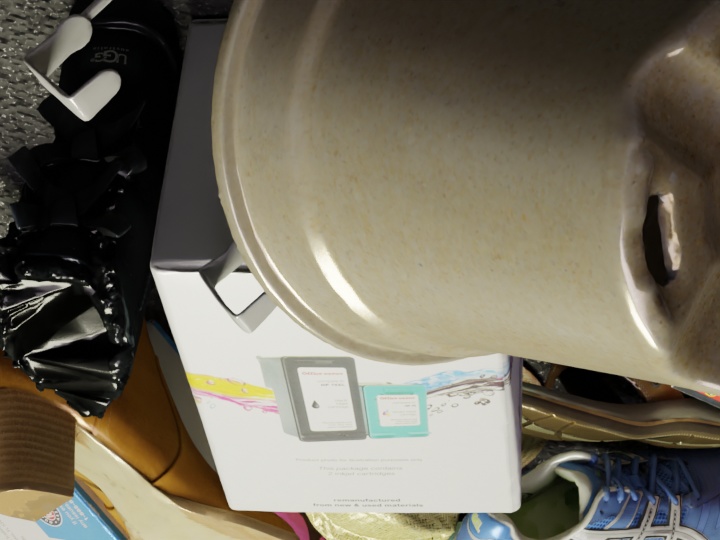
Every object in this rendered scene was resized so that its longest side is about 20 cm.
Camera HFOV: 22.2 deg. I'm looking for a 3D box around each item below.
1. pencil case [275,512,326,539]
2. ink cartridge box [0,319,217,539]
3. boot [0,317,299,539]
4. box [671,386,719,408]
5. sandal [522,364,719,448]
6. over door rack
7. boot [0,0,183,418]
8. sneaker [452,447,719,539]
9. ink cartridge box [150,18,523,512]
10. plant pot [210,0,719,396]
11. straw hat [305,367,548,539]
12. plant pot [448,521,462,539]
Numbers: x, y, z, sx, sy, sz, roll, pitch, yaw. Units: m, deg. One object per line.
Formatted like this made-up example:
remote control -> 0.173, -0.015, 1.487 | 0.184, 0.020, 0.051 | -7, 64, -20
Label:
pencil case -> -0.116, 0.189, 1.165 | 0.200, 0.091, 0.094 | -28, 137, 33
ink cartridge box -> -0.169, 0.141, 1.040 | 0.200, 0.125, 0.129 | -27, 109, 38
boot -> -0.110, 0.066, 0.931 | 0.071, 0.144, 0.201 | -28, 144, 35
box -> 0.276, 0.026, 0.949 | 0.137, 0.040, 0.200 | 23, 140, -23
sandal -> 0.144, 0.067, 1.006 | 0.200, 0.054, 0.080 | 6, 171, -29
over door rack -> -0.034, -0.101, 0.698 | 0.067, 0.200, 0.148 | 23, 159, 38
boot -> -0.111, -0.009, 0.832 | 0.073, 0.163, 0.198 | 2, 144, 5
sneaker -> 0.146, 0.139, 1.047 | 0.200, 0.076, 0.077 | -17, 143, -18
ink cartridge box -> 0.000, 0.000, 0.849 | 0.146, 0.147, 0.200 | -1, 143, 7
plant pot -> 0.080, -0.045, 0.618 | 0.200, 0.201, 0.183 | 34, 172, -34
straw hat -> 0.012, 0.119, 1.059 | 0.201, 0.085, 0.201 | 2, 143, 2
plant pot -> 0.063, 0.258, 1.146 | 0.196, 0.196, 0.200 | 15, 137, -31
